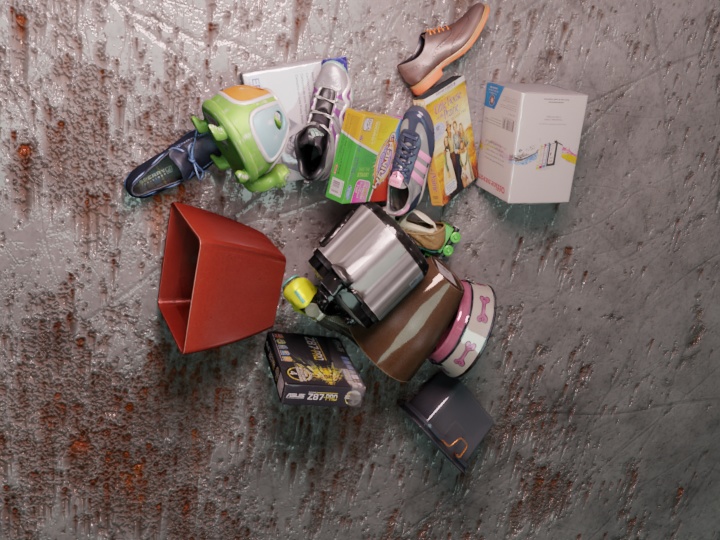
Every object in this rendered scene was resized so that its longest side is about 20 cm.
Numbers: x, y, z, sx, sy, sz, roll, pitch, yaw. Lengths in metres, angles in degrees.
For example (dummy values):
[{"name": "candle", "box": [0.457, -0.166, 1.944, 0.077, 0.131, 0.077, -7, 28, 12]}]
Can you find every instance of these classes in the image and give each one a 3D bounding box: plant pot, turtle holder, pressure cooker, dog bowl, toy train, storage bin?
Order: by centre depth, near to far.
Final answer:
[{"name": "turtle holder", "box": [-0.176, -0.214, 1.137, 0.131, 0.140, 0.188, -37, 103, -16]}, {"name": "pressure cooker", "box": [0.002, 0.002, 1.224, 0.200, 0.179, 0.176, -44, 123, -2]}, {"name": "plant pot", "box": [-0.242, 0.012, 1.227, 0.172, 0.200, 0.205, 3, 111, -31]}, {"name": "plant pot", "box": [0.101, 0.075, 1.337, 0.185, 0.188, 0.200, 35, 110, -27]}, {"name": "dog bowl", "box": [0.192, 0.109, 1.402, 0.072, 0.201, 0.204, 23, 103, -15]}, {"name": "toy train", "box": [0.138, -0.008, 1.421, 0.055, 0.042, 0.203, 26, 101, -15]}, {"name": "storage bin", "box": [0.204, 0.329, 1.530, 0.135, 0.145, 0.201, -46, 118, -7]}]

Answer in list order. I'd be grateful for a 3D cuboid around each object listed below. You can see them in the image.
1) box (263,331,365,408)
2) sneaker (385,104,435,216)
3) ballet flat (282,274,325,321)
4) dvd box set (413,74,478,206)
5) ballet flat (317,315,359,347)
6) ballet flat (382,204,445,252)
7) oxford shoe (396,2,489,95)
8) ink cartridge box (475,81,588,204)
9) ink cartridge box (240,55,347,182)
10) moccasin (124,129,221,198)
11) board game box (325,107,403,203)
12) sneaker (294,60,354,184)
[{"name": "box", "box": [-0.093, 0.189, 1.332, 0.157, 0.200, 0.050, 10, 110, -21]}, {"name": "sneaker", "box": [0.085, -0.188, 1.236, 0.082, 0.069, 0.204, -39, 141, -46]}, {"name": "ballet flat", "box": [-0.094, 0.061, 1.288, 0.067, 0.200, 0.067, -43, 75, -1]}, {"name": "dvd box set", "box": [0.165, -0.245, 1.298, 0.146, 0.029, 0.205, -38, 124, -41]}, {"name": "ballet flat", "box": [-0.006, 0.125, 1.420, 0.197, 0.067, 0.047, 31, 69, -23]}, {"name": "ballet flat", "box": [0.078, -0.090, 1.339, 0.195, 0.069, 0.074, 13, 125, -11]}, {"name": "oxford shoe", "box": [0.150, -0.414, 1.245, 0.072, 0.071, 0.200, 41, 95, -22]}, {"name": "ink cartridge box", "box": [0.321, -0.245, 1.325, 0.141, 0.147, 0.205, -2, 112, -17]}, {"name": "ink cartridge box", "box": [-0.102, -0.266, 1.236, 0.195, 0.041, 0.205, -13, 114, -13]}, {"name": "moccasin", "box": [-0.308, -0.176, 1.187, 0.198, 0.068, 0.081, -36, 117, -4]}, {"name": "board game box", "box": [0.025, -0.203, 1.240, 0.198, 0.040, 0.157, -13, 122, -57]}, {"name": "sneaker", "box": [-0.065, -0.242, 1.150, 0.076, 0.140, 0.206, 9, 108, 10]}]
